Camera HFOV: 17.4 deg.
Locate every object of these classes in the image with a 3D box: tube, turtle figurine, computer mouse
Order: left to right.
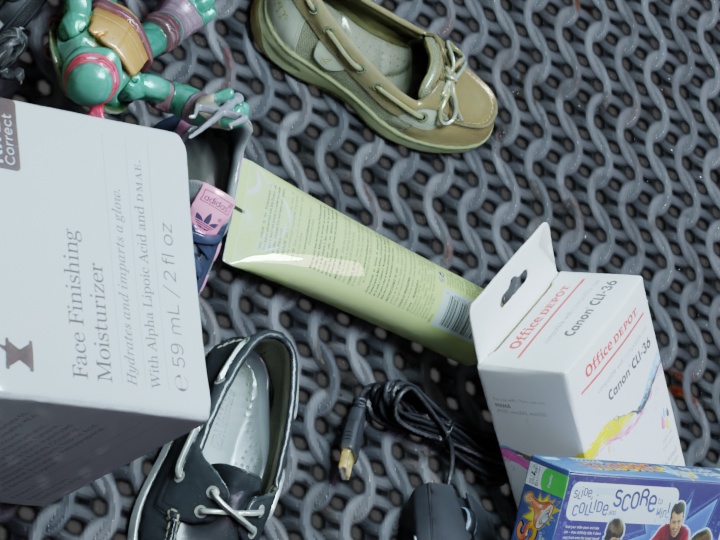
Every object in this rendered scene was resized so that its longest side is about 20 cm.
[{"bbox_3d":[-0.136,-0.140,1.366,0.150,0.101,0.200,60,13,-22],"label":"turtle figurine"},{"bbox_3d":[0.000,0.000,1.495,0.200,0.052,0.058,26,14,-28],"label":"tube"},{"bbox_3d":[0.040,0.160,1.453,0.140,0.046,0.200,35,51,-28],"label":"computer mouse"}]

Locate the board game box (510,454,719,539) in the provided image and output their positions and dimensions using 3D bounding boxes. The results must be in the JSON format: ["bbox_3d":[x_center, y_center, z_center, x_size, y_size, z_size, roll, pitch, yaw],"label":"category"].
[{"bbox_3d":[0.168,0.189,1.480,0.200,0.034,0.136,9,97,-44],"label":"board game box"}]

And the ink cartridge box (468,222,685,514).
[{"bbox_3d":[0.141,0.081,1.513,0.116,0.067,0.200,-48,130,-43],"label":"ink cartridge box"}]

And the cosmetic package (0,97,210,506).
[{"bbox_3d":[-0.209,0.016,1.208,0.200,0.165,0.165,9,64,-39],"label":"cosmetic package"}]

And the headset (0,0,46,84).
[{"bbox_3d":[-0.223,-0.178,1.336,0.123,0.094,0.200,20,47,-34],"label":"headset"}]

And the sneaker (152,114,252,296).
[{"bbox_3d":[-0.113,-0.013,1.368,0.070,0.082,0.200,30,53,-32],"label":"sneaker"}]

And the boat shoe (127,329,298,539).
[{"bbox_3d":[-0.081,0.122,1.350,0.076,0.060,0.200,27,55,-31],"label":"boat shoe"}]

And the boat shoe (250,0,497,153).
[{"bbox_3d":[0.022,-0.140,1.563,0.201,0.063,0.073,29,54,-30],"label":"boat shoe"}]
